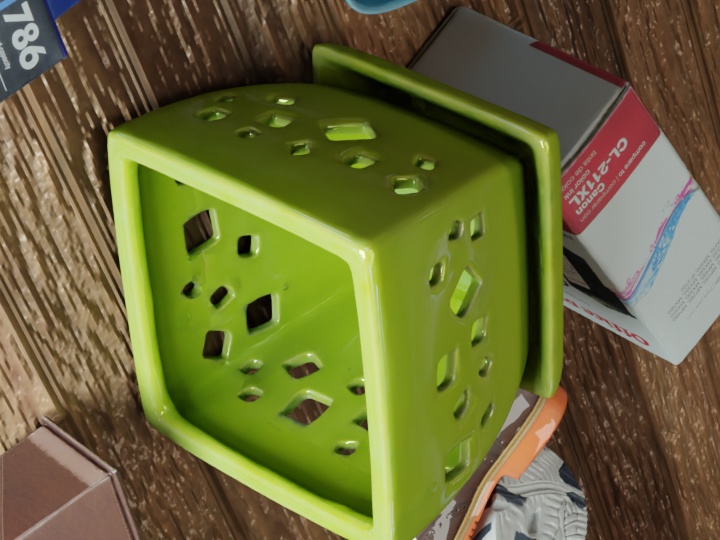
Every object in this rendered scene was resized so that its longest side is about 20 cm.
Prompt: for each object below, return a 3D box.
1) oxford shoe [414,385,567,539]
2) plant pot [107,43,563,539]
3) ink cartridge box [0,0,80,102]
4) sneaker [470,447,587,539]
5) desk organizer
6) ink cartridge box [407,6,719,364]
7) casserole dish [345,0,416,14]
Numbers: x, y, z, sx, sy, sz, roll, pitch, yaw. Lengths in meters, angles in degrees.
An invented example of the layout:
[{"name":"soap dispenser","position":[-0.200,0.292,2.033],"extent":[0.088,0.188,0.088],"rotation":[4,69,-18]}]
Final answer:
[{"name":"oxford shoe","position":[0.041,0.134,1.628],"extent":[0.072,0.071,0.200],"rotation":[37,86,-18]},{"name":"plant pot","position":[0.000,0.000,1.409],"extent":[0.181,0.200,0.200],"rotation":[-33,133,-36]},{"name":"ink cartridge box","position":[-0.209,-0.115,1.256],"extent":[0.200,0.039,0.100],"rotation":[-40,133,-24]},{"name":"sneaker","position":[0.067,0.203,1.677],"extent":[0.079,0.129,0.199],"rotation":[39,41,-22]},{"name":"desk organizer","position":[-0.157,0.188,1.440],"extent":[0.077,0.072,0.200],"rotation":[-34,131,-24]},{"name":"ink cartridge box","position":[0.124,-0.047,1.540],"extent":[0.083,0.146,0.200],"rotation":[-52,137,-10]},{"name":"casserole dish","position":[0.041,-0.220,1.450],"extent":[0.200,0.039,0.121],"rotation":[-29,128,-33]}]
